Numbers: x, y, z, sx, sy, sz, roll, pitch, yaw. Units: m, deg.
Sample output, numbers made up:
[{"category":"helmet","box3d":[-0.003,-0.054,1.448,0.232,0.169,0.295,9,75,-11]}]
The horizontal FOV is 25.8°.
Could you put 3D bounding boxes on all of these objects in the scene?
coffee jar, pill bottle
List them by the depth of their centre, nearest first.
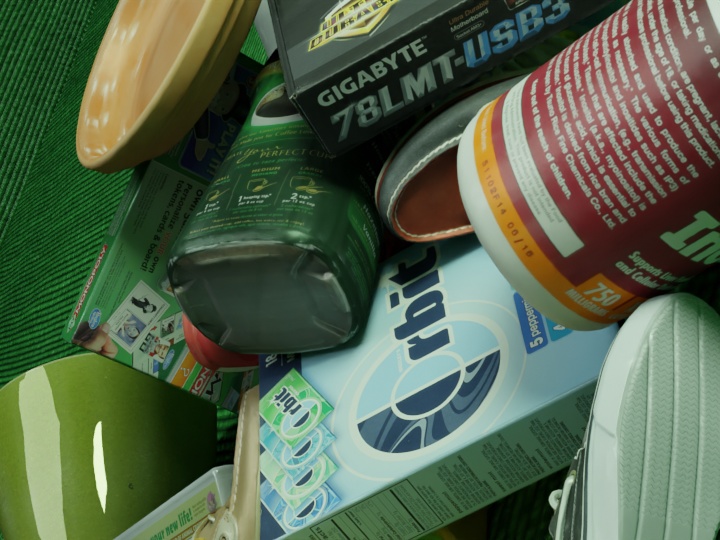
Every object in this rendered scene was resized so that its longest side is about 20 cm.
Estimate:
[{"category":"pill bottle","box3d":[0.145,-0.067,0.652,0.199,0.113,0.114,-35,35,34]},{"category":"coffee jar","box3d":[-0.026,-0.050,0.865,0.103,0.086,0.201,-5,41,24]}]

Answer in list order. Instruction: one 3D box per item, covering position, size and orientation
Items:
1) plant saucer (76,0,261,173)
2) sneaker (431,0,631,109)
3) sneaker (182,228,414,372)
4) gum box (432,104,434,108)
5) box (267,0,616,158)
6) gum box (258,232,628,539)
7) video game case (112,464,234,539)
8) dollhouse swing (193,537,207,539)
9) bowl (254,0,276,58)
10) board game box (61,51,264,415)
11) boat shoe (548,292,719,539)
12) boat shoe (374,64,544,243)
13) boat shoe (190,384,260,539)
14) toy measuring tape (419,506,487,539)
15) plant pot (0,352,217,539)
[{"category":"plant saucer","box3d":[-0.105,-0.145,0.919,0.200,0.037,0.201,-47,29,36]},{"category":"sneaker","box3d":[0.098,-0.109,0.901,0.200,0.079,0.132,147,145,-72]},{"category":"sneaker","box3d":[0.000,0.000,0.902,0.199,0.079,0.115,-28,11,-26]},{"category":"gum box","box3d":[0.024,-0.122,1.111,0.200,0.066,0.114,-24,47,62]},{"category":"box","box3d":[0.045,-0.170,0.835,0.199,0.050,0.199,-28,36,10]},{"category":"gum box","box3d":[0.041,0.050,0.791,0.199,0.045,0.171,-28,33,15]},{"category":"video game case","box3d":[-0.103,0.238,0.988,0.200,0.022,0.184,-39,61,52]},{"category":"dollhouse swing","box3d":[-0.031,0.261,0.678,0.177,0.181,0.200,-55,29,4]},{"category":"bowl","box3d":[-0.009,-0.233,1.151,0.200,0.091,0.201,-34,7,5]},{"category":"board game box","box3d":[-0.082,-0.024,0.963,0.029,0.134,0.201,15,80,65]},{"category":"boat shoe","box3d":[0.105,0.107,0.645,0.071,0.072,0.202,-20,52,58]},{"category":"boat shoe","box3d":[0.097,-0.063,0.775,0.199,0.071,0.063,-25,36,13]},{"category":"boat shoe","box3d":[-0.066,0.160,0.875,0.071,0.064,0.202,27,-116,-71]},{"category":"toy measuring tape","box3d":[0.027,0.142,0.808,0.074,0.073,0.201,-46,28,43]},{"category":"plant pot","box3d":[-0.186,0.197,1.174,0.187,0.186,0.201,-50,40,37]}]
